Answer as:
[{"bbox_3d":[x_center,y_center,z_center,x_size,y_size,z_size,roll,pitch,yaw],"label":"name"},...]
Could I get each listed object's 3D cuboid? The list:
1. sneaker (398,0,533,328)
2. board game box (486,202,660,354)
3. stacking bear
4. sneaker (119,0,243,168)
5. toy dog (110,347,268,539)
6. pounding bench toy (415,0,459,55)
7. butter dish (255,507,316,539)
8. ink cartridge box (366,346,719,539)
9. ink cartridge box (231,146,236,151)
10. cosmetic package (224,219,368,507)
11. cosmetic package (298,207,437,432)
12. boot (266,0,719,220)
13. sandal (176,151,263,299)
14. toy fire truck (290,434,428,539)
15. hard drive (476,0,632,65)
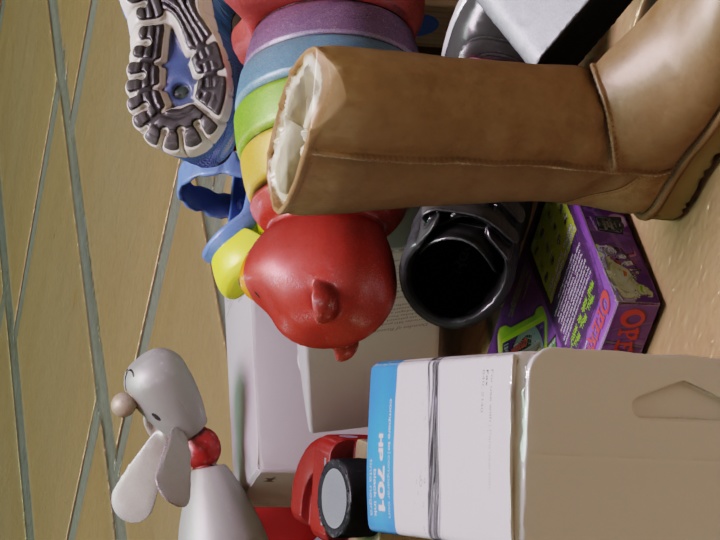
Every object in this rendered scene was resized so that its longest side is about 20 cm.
[{"bbox_3d":[0.066,-0.059,1.227,0.099,0.070,0.202,-73,-6,-73],"label":"sneaker"},{"bbox_3d":[0.103,0.050,1.258,0.121,0.032,0.201,-101,20,-47],"label":"board game box"},{"bbox_3d":[-0.020,-0.055,1.262,0.122,0.113,0.202,78,-168,-67],"label":"stacking bear"},{"bbox_3d":[-0.105,-0.152,1.400,0.089,0.078,0.202,58,-153,-71],"label":"sneaker"},{"bbox_3d":[-0.116,0.162,1.526,0.201,0.096,0.132,56,156,15],"label":"toy dog"},{"bbox_3d":[0.022,-0.201,1.349,0.200,0.155,0.125,128,142,-63],"label":"pounding bench toy"},{"bbox_3d":[-0.081,0.244,1.657,0.200,0.146,0.201,117,151,-54],"label":"butter dish"},{"bbox_3d":[0.099,0.081,1.049,0.200,0.145,0.087,172,102,-74],"label":"ink cartridge box"},{"bbox_3d":[-0.035,-0.128,1.504,0.200,0.159,0.048,-131,42,-61],"label":"ink cartridge box"},{"bbox_3d":[-0.032,0.051,1.589,0.085,0.107,0.202,126,145,-63],"label":"cosmetic package"},{"bbox_3d":[0.000,0.000,1.412,0.201,0.084,0.108,87,176,-59],"label":"cosmetic package"},{"bbox_3d":[0.071,-0.083,1.076,0.176,0.198,0.066,108,158,-43],"label":"boot"},{"bbox_3d":[-0.044,-0.071,1.538,0.087,0.200,0.080,44,143,7],"label":"sandal"},{"bbox_3d":[0.003,0.184,1.462,0.200,0.128,0.178,9,96,64],"label":"toy fire truck"},{"bbox_3d":[0.083,-0.209,1.153,0.140,0.033,0.200,-49,56,21],"label":"hard drive"}]
